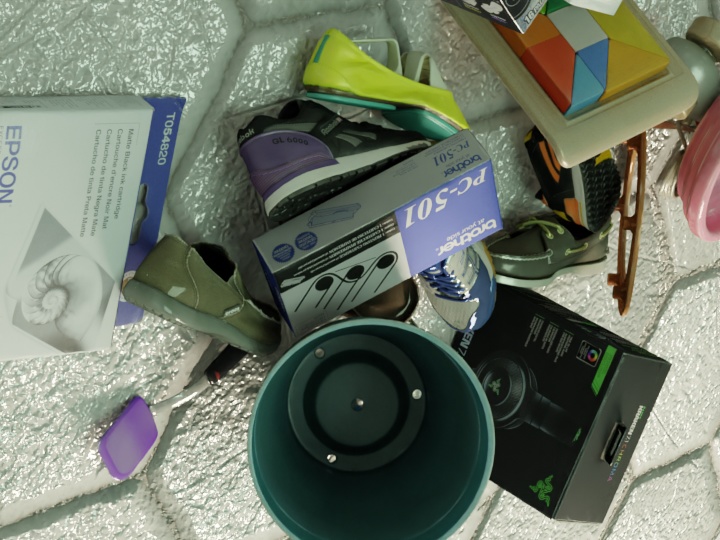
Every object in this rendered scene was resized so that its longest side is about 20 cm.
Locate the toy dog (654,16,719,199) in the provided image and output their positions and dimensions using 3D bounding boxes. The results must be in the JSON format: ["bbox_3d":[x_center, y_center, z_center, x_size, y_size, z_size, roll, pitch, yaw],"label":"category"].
[{"bbox_3d":[0.315,-0.181,1.789,0.132,0.096,0.201,-41,151,-26],"label":"toy dog"}]

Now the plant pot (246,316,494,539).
[{"bbox_3d":[0.004,0.129,1.518,0.199,0.188,0.201,0,96,-3],"label":"plant pot"}]

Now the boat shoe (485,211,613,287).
[{"bbox_3d":[0.177,-0.026,1.730,0.201,0.072,0.061,-10,120,-50],"label":"boat shoe"}]

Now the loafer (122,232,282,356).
[{"bbox_3d":[-0.112,0.018,1.432,0.070,0.075,0.200,-66,155,-1],"label":"loafer"}]

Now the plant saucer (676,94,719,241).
[{"bbox_3d":[0.382,-0.126,1.799,0.200,0.051,0.201,-41,152,-28],"label":"plant saucer"}]

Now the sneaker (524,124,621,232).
[{"bbox_3d":[0.185,-0.126,1.661,0.070,0.090,0.201,-44,140,-32],"label":"sneaker"}]

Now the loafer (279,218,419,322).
[{"bbox_3d":[0.000,0.000,1.556,0.073,0.071,0.200,-54,140,-7],"label":"loafer"}]

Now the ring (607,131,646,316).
[{"bbox_3d":[0.259,-0.056,1.750,0.200,0.019,0.202,4,90,-87],"label":"ring"}]

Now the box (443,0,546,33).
[{"bbox_3d":[0.122,-0.318,1.451,0.200,0.132,0.115,-55,141,-7],"label":"box"}]

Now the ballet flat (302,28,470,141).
[{"bbox_3d":[0.031,-0.158,1.508,0.199,0.067,0.067,13,85,-48],"label":"ballet flat"}]

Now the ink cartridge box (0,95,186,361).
[{"bbox_3d":[-0.215,-0.032,1.336,0.199,0.041,0.201,-7,117,-44],"label":"ink cartridge box"}]

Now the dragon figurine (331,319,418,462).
[{"bbox_3d":[0.006,0.142,1.656,0.099,0.059,0.201,10,106,-49],"label":"dragon figurine"}]

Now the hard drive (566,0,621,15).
[{"bbox_3d":[0.231,-0.307,1.463,0.201,0.026,0.132,-63,161,14],"label":"hard drive"}]

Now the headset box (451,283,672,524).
[{"bbox_3d":[0.179,0.128,1.720,0.093,0.200,0.175,13,103,-49],"label":"headset box"}]

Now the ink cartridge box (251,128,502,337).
[{"bbox_3d":[0.017,-0.030,1.458,0.199,0.044,0.094,-28,144,-8],"label":"ink cartridge box"}]

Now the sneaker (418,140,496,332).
[{"bbox_3d":[0.067,-0.014,1.598,0.088,0.075,0.201,-61,143,-46],"label":"sneaker"}]

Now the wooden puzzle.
[{"bbox_3d":[0.187,-0.204,1.562,0.185,0.201,0.037,-26,167,-34],"label":"wooden puzzle"}]

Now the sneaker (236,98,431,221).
[{"bbox_3d":[-0.019,-0.108,1.465,0.076,0.088,0.200,-39,167,36],"label":"sneaker"}]

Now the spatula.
[{"bbox_3d":[-0.143,0.099,1.504,0.200,0.021,0.057,-40,134,-24],"label":"spatula"}]
